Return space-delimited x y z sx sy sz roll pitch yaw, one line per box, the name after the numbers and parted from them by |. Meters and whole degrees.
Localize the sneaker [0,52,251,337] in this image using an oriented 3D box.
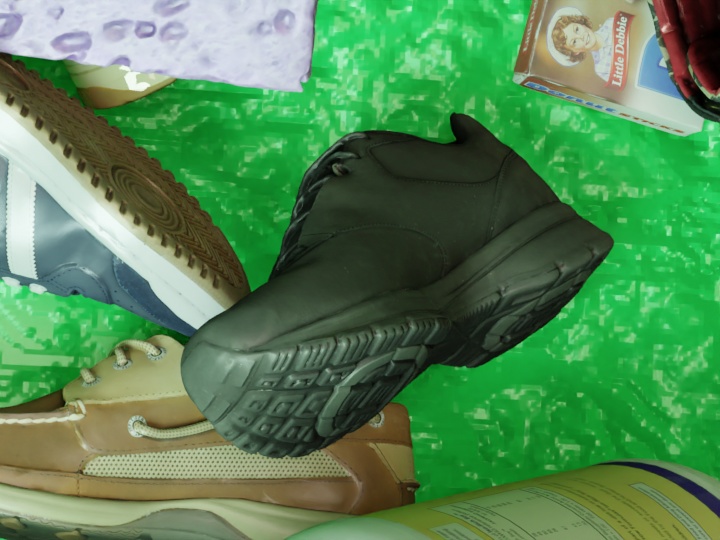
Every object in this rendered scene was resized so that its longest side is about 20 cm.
-0.141 -0.017 0.844 0.200 0.070 0.109 37 105 -13 | sneaker

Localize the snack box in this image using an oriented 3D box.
0.117 -0.156 0.939 0.072 0.024 0.200 16 82 -11 | snack box

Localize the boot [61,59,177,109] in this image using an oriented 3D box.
-0.047 -0.169 0.871 0.200 0.073 0.156 -32 106 -6 | boot

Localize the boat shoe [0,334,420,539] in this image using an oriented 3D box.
-0.074 0.061 0.864 0.200 0.076 0.074 11 78 -18 | boat shoe

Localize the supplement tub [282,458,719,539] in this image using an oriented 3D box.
0.040 0.143 0.797 0.200 0.145 0.146 -7 86 -42 | supplement tub

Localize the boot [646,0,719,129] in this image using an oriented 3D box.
0.195 -0.059 0.909 0.154 0.073 0.204 -14 81 -25 | boot

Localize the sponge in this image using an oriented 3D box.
-0.062 -0.162 0.804 0.111 0.030 0.200 7 110 2 | sponge

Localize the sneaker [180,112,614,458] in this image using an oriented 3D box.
0.000 0.000 0.852 0.091 0.076 0.200 52 36 13 | sneaker
